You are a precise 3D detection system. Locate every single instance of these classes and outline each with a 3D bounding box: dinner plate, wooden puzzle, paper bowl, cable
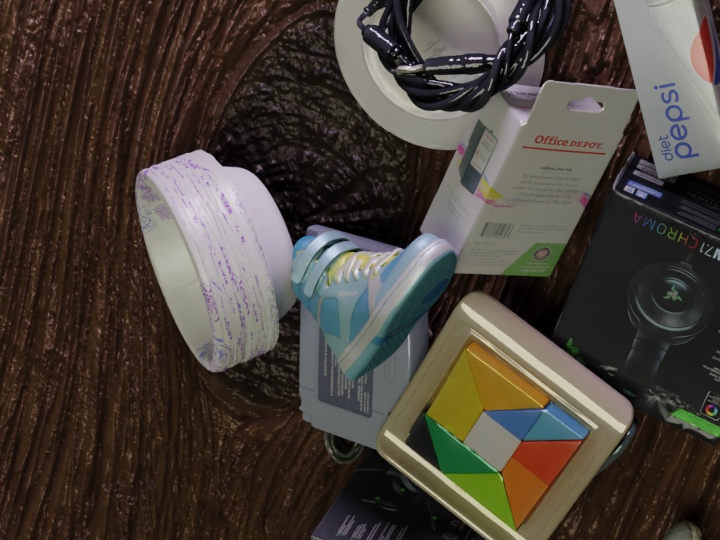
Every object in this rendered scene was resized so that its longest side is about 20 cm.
[{"bbox_3d":[0.066,-0.200,1.616,0.198,0.024,0.202,9,117,17],"label":"dinner plate"},{"bbox_3d":[0.122,0.144,1.623,0.185,0.037,0.201,37,122,11],"label":"wooden puzzle"},{"bbox_3d":[-0.128,-0.015,1.697,0.104,0.200,0.202,-23,109,-17],"label":"paper bowl"},{"bbox_3d":[0.006,0.109,1.765,0.097,0.050,0.200,40,120,2],"label":"cable"},{"bbox_3d":[0.099,-0.230,1.523,0.200,0.051,0.164,-42,61,7],"label":"cable"}]

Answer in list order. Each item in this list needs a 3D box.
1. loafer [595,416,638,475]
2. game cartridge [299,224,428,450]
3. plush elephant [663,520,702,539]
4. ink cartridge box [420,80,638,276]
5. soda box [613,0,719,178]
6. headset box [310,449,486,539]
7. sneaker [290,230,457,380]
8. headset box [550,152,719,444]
[{"bbox_3d":[0.176,0.163,1.677,0.063,0.072,0.200,39,147,-10],"label":"loafer"},{"bbox_3d":[0.003,0.066,1.712,0.132,0.041,0.202,19,116,37],"label":"game cartridge"},{"bbox_3d":[0.363,0.354,1.681,0.154,0.166,0.200,1,143,35],"label":"plush elephant"},{"bbox_3d":[0.147,-0.094,1.574,0.067,0.116,0.201,56,132,41],"label":"ink cartridge box"},{"bbox_3d":[0.263,-0.184,1.521,0.068,0.063,0.201,-8,110,24],"label":"soda box"},{"bbox_3d":[0.057,0.269,1.747,0.198,0.174,0.094,11,117,15],"label":"headset box"},{"bbox_3d":[0.000,0.000,1.602,0.131,0.079,0.200,52,140,13],"label":"sneaker"},{"bbox_3d":[0.272,0.030,1.591,0.173,0.093,0.201,25,121,9],"label":"headset box"}]
